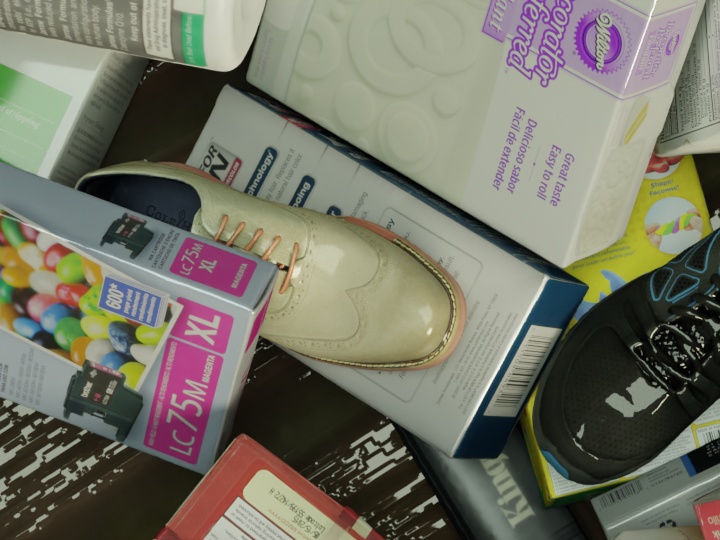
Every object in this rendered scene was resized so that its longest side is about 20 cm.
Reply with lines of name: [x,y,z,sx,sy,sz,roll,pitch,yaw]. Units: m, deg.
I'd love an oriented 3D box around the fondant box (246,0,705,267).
fondant box: [0.052,-0.114,1.190,0.200,0.058,0.145,31,122,25]

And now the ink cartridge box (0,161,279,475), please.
ink cartridge box: [-0.146,0.013,1.170,0.200,0.119,0.042,22,44,5]

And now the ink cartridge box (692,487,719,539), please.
ink cartridge box: [0.251,0.171,1.136,0.083,0.145,0.200,-22,87,45]

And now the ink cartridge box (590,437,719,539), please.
ink cartridge box: [0.197,0.176,1.228,0.099,0.039,0.200,-26,109,2]

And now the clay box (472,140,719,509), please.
clay box: [0.121,0.007,1.252,0.115,0.048,0.200,-13,78,-2]

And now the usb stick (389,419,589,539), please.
usb stick: [0.065,0.105,1.267,0.055,0.033,0.200,-31,84,-4]

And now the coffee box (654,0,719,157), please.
coffee box: [0.253,-0.162,1.170,0.199,0.198,0.200,-3,86,-12]

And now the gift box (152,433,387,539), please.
gift box: [-0.034,0.198,1.197,0.184,0.187,0.200,41,70,7]

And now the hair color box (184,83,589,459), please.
hair color box: [0.000,0.000,1.229,0.200,0.061,0.100,32,99,24]

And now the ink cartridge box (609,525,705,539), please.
ink cartridge box: [0.076,0.192,1.124,0.050,0.200,0.162,44,116,38]

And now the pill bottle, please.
pill bottle: [-0.143,-0.164,1.174,0.200,0.113,0.113,11,87,5]

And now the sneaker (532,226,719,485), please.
sneaker: [0.160,0.019,1.182,0.200,0.082,0.073,-43,87,-13]

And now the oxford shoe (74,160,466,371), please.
oxford shoe: [-0.047,-0.001,1.176,0.200,0.074,0.071,18,93,26]

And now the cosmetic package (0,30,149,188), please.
cosmetic package: [-0.155,-0.140,1.273,0.107,0.085,0.200,23,89,8]
